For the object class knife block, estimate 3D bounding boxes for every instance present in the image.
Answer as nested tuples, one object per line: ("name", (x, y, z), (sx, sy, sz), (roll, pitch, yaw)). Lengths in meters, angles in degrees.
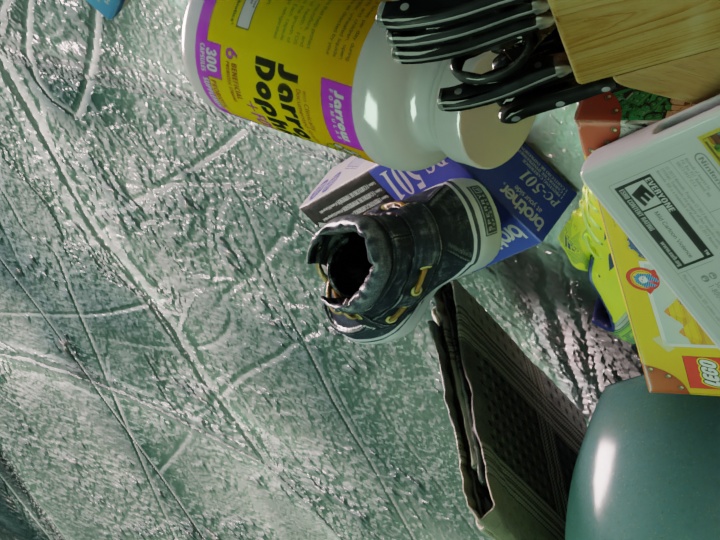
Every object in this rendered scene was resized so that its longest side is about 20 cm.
("knife block", (0.110, -0.138, 1.009), (0.174, 0.064, 0.200), (12, 143, -25))

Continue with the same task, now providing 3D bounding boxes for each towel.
("towel", (0.101, 0.122, 1.450), (0.034, 0.194, 0.200), (-25, 136, 19))

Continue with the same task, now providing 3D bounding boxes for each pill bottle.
("pill bottle", (0.001, -0.117, 1.308), (0.199, 0.104, 0.105), (20, 148, 37))

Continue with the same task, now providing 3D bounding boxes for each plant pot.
("plant pot", (0.202, 0.121, 1.349), (0.200, 0.199, 0.136), (-26, 78, 63))

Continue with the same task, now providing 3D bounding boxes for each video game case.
("video game case", (0.223, -0.004, 1.053), (0.181, 0.023, 0.200), (-23, 113, 46))

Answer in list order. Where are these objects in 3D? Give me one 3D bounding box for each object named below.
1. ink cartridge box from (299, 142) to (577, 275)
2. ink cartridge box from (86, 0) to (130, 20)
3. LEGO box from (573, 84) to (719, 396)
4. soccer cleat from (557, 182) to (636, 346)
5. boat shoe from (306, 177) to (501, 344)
("ink cartridge box", (0.044, -0.042, 1.440), (0.094, 0.044, 0.200), (43, 155, -10))
("ink cartridge box", (-0.149, -0.270, 1.220), (0.200, 0.146, 0.147), (40, 155, 1))
("LEGO box", (0.201, -0.028, 1.149), (0.148, 0.078, 0.201), (2, 138, 23))
("soccer cleat", (0.143, -0.024, 1.296), (0.083, 0.065, 0.201), (7, 145, 23))
("boat shoe", (0.000, 0.000, 1.388), (0.200, 0.090, 0.071), (-41, 67, 60))
